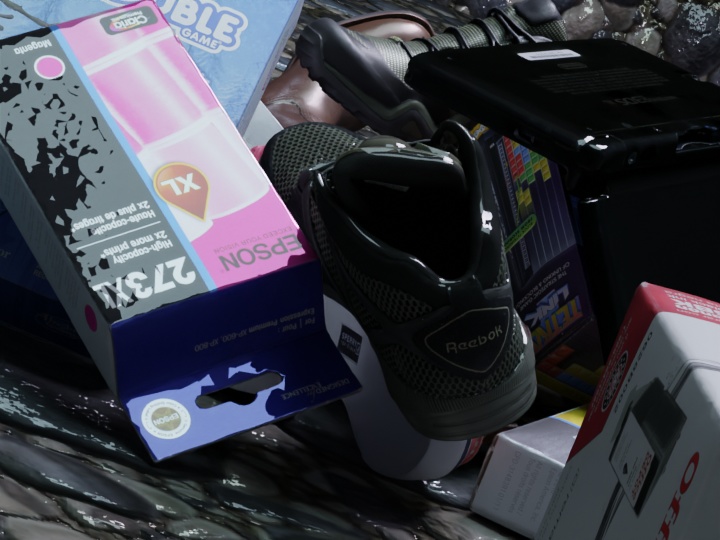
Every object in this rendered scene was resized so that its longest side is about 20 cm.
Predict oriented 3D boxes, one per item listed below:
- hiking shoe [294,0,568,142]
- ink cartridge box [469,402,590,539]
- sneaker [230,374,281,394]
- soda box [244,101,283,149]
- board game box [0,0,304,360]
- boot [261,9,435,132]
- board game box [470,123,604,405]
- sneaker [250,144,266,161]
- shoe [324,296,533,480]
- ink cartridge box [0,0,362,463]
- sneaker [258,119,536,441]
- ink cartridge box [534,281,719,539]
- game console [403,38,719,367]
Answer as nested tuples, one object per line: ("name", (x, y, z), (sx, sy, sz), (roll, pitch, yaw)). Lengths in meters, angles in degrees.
("hiking shoe", (0.059, -0.108, 1.492), (0.200, 0.101, 0.076), (21, 10, -29))
("ink cartridge box", (0.169, 0.118, 1.233), (0.200, 0.047, 0.198), (23, 9, 18))
("sneaker", (-0.083, -0.029, 1.252), (0.200, 0.116, 0.074), (31, 12, 35))
("soda box", (-0.110, -0.097, 1.438), (0.200, 0.068, 0.063), (51, -20, 27))
("board game box", (-0.150, -0.080, 1.207), (0.200, 0.199, 0.043), (22, -32, 1))
("boot", (-0.010, -0.071, 1.551), (0.064, 0.186, 0.200), (63, -9, -22))
("board game box", (0.155, 0.010, 1.429), (0.200, 0.057, 0.166), (25, 37, -34))
("sneaker", (0.000, 0.000, 1.389), (0.200, 0.081, 0.075), (34, -13, -39))
("shoe", (0.041, 0.047, 1.236), (0.091, 0.072, 0.200), (11, 9, -18))
("ink cartridge box", (-0.083, -0.021, 1.124), (0.095, 0.037, 0.200), (-18, 59, -25))
("sneaker", (0.009, -0.029, 1.137), (0.076, 0.114, 0.200), (-18, 37, -12))
("ink cartridge box", (0.115, 0.101, 0.921), (0.083, 0.147, 0.200), (20, 10, -6))
("game console", (0.124, -0.027, 1.363), (0.176, 0.117, 0.200), (29, 21, 29))
